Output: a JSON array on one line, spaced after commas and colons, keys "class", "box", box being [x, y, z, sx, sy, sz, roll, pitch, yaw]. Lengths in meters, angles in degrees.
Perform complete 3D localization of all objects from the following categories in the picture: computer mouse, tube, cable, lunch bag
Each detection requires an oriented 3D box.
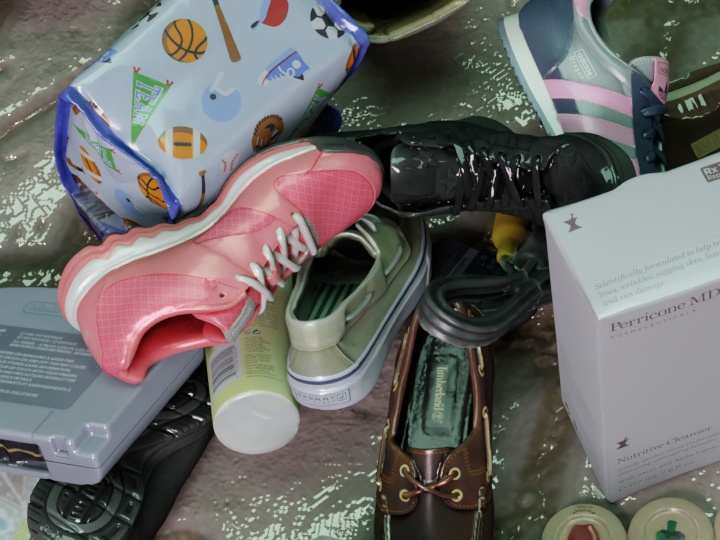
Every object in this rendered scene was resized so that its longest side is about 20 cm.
[{"class": "computer mouse", "box": [0.023, -0.001, 1.374, 0.199, 0.034, 0.059, 22, 51, 29]}, {"class": "tube", "box": [-0.067, 0.024, 1.329, 0.058, 0.052, 0.200, 14, 37, -20]}, {"class": "cable", "box": [0.096, 0.014, 1.278, 0.097, 0.050, 0.200, 38, 37, 5]}, {"class": "lunch bag", "box": [-0.097, -0.095, 1.359, 0.170, 0.200, 0.124, -41, 89, -18]}]

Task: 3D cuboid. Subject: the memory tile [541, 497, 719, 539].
[{"class": "memory tile", "box": [0.203, 0.193, 1.226, 0.199, 0.017, 0.154, -5, 58, 6]}]

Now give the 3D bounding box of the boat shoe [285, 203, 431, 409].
[{"class": "boat shoe", "box": [0.000, 0.000, 1.294, 0.072, 0.062, 0.200, 1, 35, 11]}]

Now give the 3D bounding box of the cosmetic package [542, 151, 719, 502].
[{"class": "cosmetic package", "box": [0.170, 0.034, 1.222, 0.112, 0.200, 0.081, -20, 57, -3]}]

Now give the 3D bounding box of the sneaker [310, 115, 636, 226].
[{"class": "sneaker", "box": [0.059, -0.054, 1.276, 0.104, 0.060, 0.199, -11, 18, -34]}]

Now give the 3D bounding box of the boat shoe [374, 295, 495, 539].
[{"class": "boat shoe", "box": [0.041, 0.110, 1.256, 0.070, 0.070, 0.201, -2, 71, 9]}]

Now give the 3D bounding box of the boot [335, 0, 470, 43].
[{"class": "boot", "box": [-0.026, -0.188, 1.431, 0.199, 0.072, 0.155, -10, 21, -1]}]

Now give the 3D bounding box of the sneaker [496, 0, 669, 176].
[{"class": "sneaker", "box": [0.157, -0.083, 1.304, 0.082, 0.070, 0.201, -30, 78, 12]}]

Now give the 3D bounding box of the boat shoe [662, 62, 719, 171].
[{"class": "boat shoe", "box": [0.198, -0.084, 1.380, 0.201, 0.075, 0.075, -19, 15, 10]}]

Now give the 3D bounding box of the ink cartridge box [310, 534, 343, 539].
[{"class": "ink cartridge box", "box": [0.036, 0.209, 1.146, 0.199, 0.145, 0.085, 11, 97, 19]}]

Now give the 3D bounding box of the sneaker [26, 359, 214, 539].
[{"class": "sneaker", "box": [-0.138, 0.123, 1.292, 0.076, 0.091, 0.200, 21, 41, 15]}]

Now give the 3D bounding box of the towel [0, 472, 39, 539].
[{"class": "towel", "box": [-0.268, 0.156, 1.310, 0.199, 0.048, 0.172, 1, 55, 10]}]

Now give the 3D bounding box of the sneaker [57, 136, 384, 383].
[{"class": "sneaker", "box": [-0.067, 0.001, 1.234, 0.199, 0.074, 0.087, -28, 50, -1]}]

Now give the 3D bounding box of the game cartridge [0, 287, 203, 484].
[{"class": "game cartridge", "box": [-0.196, 0.062, 1.284, 0.199, 0.041, 0.133, 6, 42, 31]}]
